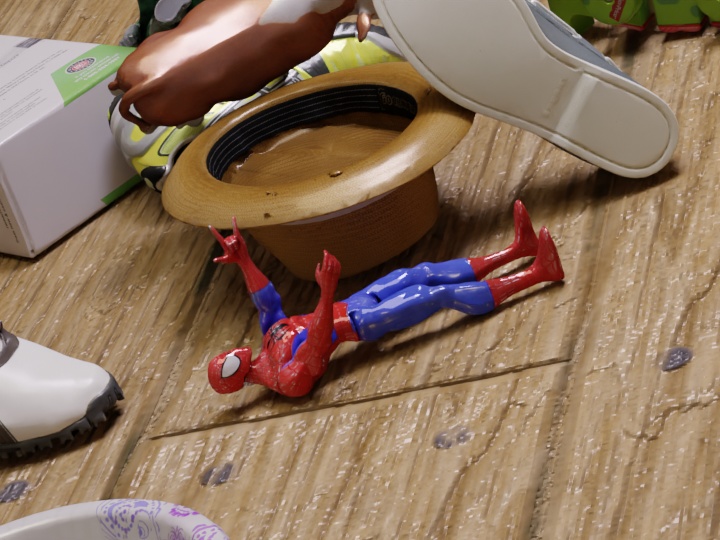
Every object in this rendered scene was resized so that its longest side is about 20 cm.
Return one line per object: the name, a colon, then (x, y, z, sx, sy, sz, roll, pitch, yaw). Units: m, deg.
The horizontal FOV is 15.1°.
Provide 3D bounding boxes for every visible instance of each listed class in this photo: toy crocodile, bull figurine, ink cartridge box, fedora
toy crocodile: (0.208, -0.177, 1.712, 0.200, 0.062, 0.068, 2, 33, 30)
bull figurine: (-0.065, -0.141, 1.668, 0.200, 0.065, 0.121, -24, -3, -15)
ink cartridge box: (-0.243, -0.088, 1.833, 0.200, 0.084, 0.145, 9, 38, 46)
fedora: (-0.017, -0.049, 1.589, 0.200, 0.082, 0.201, -17, 25, 8)

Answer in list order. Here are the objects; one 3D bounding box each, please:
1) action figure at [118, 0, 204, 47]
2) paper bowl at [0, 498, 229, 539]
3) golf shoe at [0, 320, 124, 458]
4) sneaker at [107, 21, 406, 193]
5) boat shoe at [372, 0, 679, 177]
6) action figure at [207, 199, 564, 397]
action figure: (-0.125, -0.154, 1.850, 0.055, 0.118, 0.200, -59, 6, -13)
paper bowl: (-0.131, 0.195, 1.171, 0.200, 0.104, 0.201, -17, 25, 9)
golf shoe: (-0.231, 0.045, 1.525, 0.200, 0.095, 0.078, 7, 32, 17)
sneaker: (-0.059, -0.100, 1.759, 0.200, 0.075, 0.076, -19, 58, -5)
boat shoe: (0.090, -0.119, 1.556, 0.073, 0.200, 0.062, -58, 8, 7)
action figure: (0.000, 0.000, 1.471, 0.200, 0.099, 0.065, -26, 25, -6)
